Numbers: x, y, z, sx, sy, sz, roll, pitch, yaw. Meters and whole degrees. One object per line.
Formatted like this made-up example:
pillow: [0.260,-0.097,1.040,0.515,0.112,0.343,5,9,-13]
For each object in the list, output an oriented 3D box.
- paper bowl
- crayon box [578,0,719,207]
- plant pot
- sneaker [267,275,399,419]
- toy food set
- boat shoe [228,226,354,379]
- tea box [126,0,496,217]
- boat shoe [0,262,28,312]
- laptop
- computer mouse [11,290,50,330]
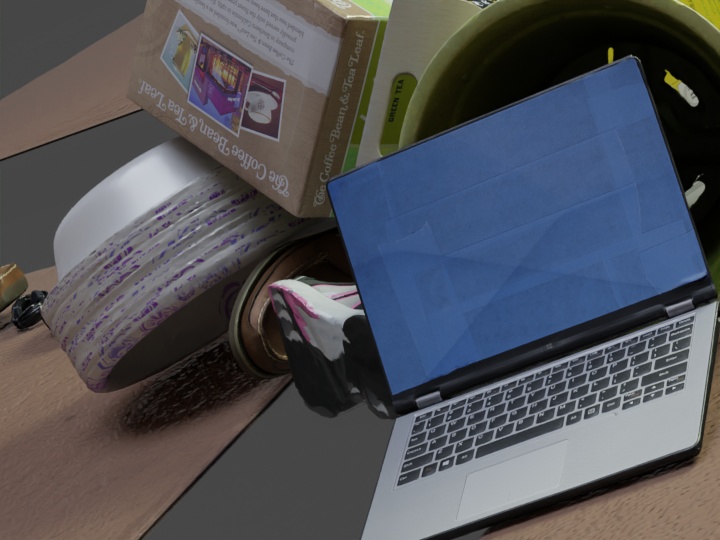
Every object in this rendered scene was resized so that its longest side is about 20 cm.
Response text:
paper bowl: [-0.118,-0.016,1.865,0.200,0.105,0.201,-33,-10,-6]
crayon box: [0.217,-0.127,1.725,0.200,0.127,0.051,-32,14,-24]
plant pot: [0.135,-0.062,1.560,0.199,0.201,0.190,-24,2,14]
sneaker: [0.019,0.039,1.632,0.086,0.081,0.200,-19,18,-23]
toy food set: [0.047,-0.067,1.635,0.060,0.144,0.200,10,-6,21]
boat shoe: [0.000,0.000,1.781,0.068,0.072,0.200,-14,19,48]
tea box: [-0.006,-0.130,1.791,0.196,0.134,0.200,-3,26,-39]
boat shoe: [-0.369,0.030,2.371,0.199,0.074,0.076,-22,13,28]
laptop: [0.069,0.020,1.409,0.187,0.116,0.200,-22,25,24]
computer mouse: [-0.236,0.022,2.242,0.059,0.034,0.200,-33,14,-22]
